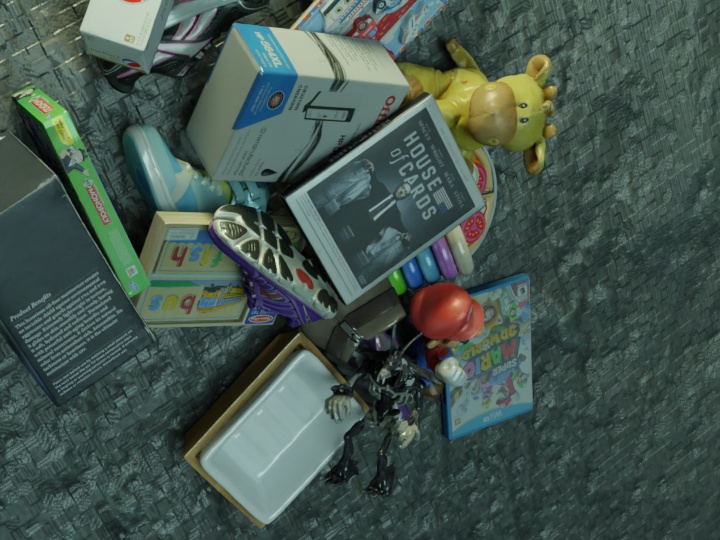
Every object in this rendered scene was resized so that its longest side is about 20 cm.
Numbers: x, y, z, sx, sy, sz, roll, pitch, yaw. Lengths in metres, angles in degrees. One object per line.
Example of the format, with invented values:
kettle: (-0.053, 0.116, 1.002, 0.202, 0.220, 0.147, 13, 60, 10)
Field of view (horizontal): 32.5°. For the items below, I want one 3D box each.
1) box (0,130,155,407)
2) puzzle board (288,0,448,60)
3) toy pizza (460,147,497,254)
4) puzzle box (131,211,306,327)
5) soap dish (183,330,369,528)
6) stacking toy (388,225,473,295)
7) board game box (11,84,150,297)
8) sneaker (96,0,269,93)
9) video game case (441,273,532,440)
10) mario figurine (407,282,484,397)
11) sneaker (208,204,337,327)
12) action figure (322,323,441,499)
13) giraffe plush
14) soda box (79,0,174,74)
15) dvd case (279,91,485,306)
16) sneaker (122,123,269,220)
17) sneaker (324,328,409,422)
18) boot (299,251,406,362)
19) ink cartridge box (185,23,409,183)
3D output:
box: (-0.325, -0.006, 1.217, 0.122, 0.200, 0.200, -34, 120, -15)
puzzle board: (-0.009, -0.254, 1.358, 0.200, 0.017, 0.150, -45, 145, 16)
toy pizza: (0.093, -0.080, 1.539, 0.198, 0.032, 0.203, -11, 112, -27)
puzzle box: (-0.156, 0.001, 1.351, 0.198, 0.025, 0.134, 0, 124, -42)
soap dish: (-0.104, 0.188, 1.487, 0.200, 0.081, 0.158, -47, 124, -9)
stacking toy: (0.032, -0.002, 1.485, 0.197, 0.086, 0.086, -22, 119, 2)
board game box: (-0.284, -0.081, 1.253, 0.029, 0.134, 0.202, -30, 120, -17)
sneaker: (-0.188, -0.248, 1.296, 0.197, 0.080, 0.087, -20, 122, -10)
video game case: (0.169, 0.116, 1.661, 0.141, 0.018, 0.203, -16, 115, -26)
mario figurine: (0.112, 0.086, 1.505, 0.105, 0.124, 0.201, -24, 160, -18)
sneaker: (-0.103, 0.008, 1.328, 0.083, 0.081, 0.200, -26, 135, 20)
action figure: (0.022, 0.167, 1.438, 0.102, 0.117, 0.203, -40, 146, -69)
giraffe plush: (0.141, -0.175, 1.423, 0.199, 0.161, 0.175, -38, 123, -35)
soda box: (-0.210, -0.302, 1.212, 0.067, 0.064, 0.203, 17, 76, -2)
dvd case: (0.028, -0.078, 1.351, 0.199, 0.025, 0.151, -35, 117, -9)
sneaker: (-0.173, -0.097, 1.350, 0.130, 0.079, 0.202, -32, 130, -15)
sneaker: (0.023, 0.119, 1.546, 0.089, 0.080, 0.201, -50, 130, -29)
boot: (0.000, 0.000, 1.420, 0.200, 0.070, 0.147, -44, 82, 16)
ink cartridge box: (-0.066, -0.173, 1.322, 0.198, 0.085, 0.147, -2, 135, -38)
